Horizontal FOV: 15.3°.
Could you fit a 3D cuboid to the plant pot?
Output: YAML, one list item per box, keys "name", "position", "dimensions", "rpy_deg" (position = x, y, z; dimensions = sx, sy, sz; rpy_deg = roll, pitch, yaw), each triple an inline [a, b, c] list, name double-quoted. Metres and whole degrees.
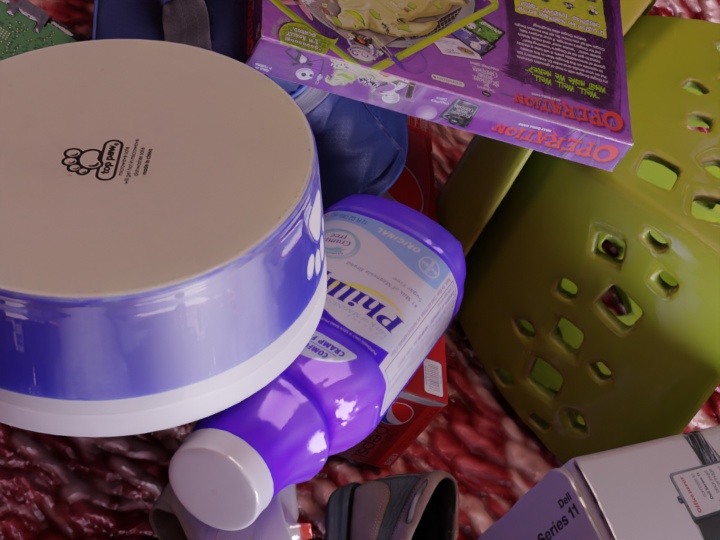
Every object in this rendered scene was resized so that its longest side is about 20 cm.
- name: "plant pot"
  position: [0.146, -0.031, 1.450]
  dimensions: [0.181, 0.200, 0.199]
  rpy_deg: [37, 45, 5]

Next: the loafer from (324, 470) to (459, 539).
- name: "loafer"
  position: [0.021, 0.169, 1.264]
  dimensions: [0.072, 0.063, 0.201]
  rpy_deg: [55, 19, -38]

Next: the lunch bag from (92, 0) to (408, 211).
- name: "lunch bag"
  position: [-0.060, -0.133, 1.393]
  dimensions: [0.132, 0.135, 0.201]
  rpy_deg: [50, 28, -46]

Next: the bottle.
- name: "bottle"
  position: [-0.023, 0.043, 1.259]
  dimensions: [0.083, 0.066, 0.200]
  rpy_deg: [25, 43, 14]

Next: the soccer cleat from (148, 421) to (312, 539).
- name: "soccer cleat"
  position: [-0.066, 0.096, 1.295]
  dimensions: [0.077, 0.070, 0.201]
  rpy_deg: [-8, 47, -1]

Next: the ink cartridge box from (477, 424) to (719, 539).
- name: "ink cartridge box"
  position: [0.155, 0.146, 1.347]
  dimensions: [0.199, 0.147, 0.083]
  rpy_deg: [-9, 63, -37]

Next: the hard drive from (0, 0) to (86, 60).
- name: "hard drive"
  position: [-0.212, -0.069, 1.343]
  dimensions: [0.139, 0.038, 0.201]
  rpy_deg: [32, 45, -9]

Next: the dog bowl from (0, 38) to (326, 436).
- name: "dog bowl"
  position: [-0.115, -0.019, 1.222]
  dimensions: [0.198, 0.079, 0.201]
  rpy_deg: [-1, 38, 1]

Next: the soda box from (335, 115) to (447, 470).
- name: "soda box"
  position: [0.000, 0.000, 1.409]
  dimensions: [0.063, 0.070, 0.201]
  rpy_deg: [17, 49, -22]

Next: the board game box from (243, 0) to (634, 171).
- name: "board game box"
  position: [0.039, -0.126, 1.322]
  dimensions: [0.199, 0.032, 0.121]
  rpy_deg: [15, 47, -19]
